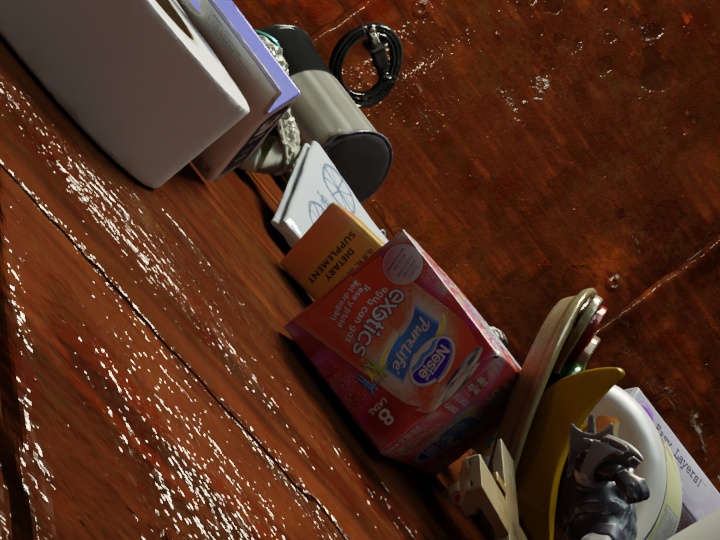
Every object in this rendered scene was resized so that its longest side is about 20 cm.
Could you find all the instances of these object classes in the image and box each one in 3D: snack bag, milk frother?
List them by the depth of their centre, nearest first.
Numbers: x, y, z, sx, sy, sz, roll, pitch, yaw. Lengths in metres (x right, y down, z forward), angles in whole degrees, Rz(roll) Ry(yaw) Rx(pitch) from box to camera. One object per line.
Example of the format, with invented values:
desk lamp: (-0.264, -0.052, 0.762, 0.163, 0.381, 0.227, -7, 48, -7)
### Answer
snack bag: (0.000, 0.000, 1.407, 0.201, 0.021, 0.189, 53, 18, -17)
milk frother: (-0.016, -0.172, 1.802, 0.189, 0.199, 0.181, 55, 1, 34)

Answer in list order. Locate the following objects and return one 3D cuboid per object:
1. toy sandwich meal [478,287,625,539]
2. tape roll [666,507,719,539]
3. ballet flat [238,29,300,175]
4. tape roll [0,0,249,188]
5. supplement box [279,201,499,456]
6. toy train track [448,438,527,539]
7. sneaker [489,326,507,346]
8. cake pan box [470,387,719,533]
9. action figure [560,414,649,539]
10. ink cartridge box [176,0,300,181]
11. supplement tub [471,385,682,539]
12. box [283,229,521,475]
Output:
toy sandwich meal: (0.136, 0.113, 1.082, 0.070, 0.207, 0.205, 19, -5, 15)
tape roll: (0.239, 0.262, 1.055, 0.204, 0.138, 0.203, 61, 1, -2)
ballet flat: (-0.092, -0.123, 1.398, 0.072, 0.071, 0.200, 53, -13, 25)
tape roll: (-0.148, -0.145, 0.913, 0.203, 0.071, 0.202, 52, 5, -6)
supplement box: (0.036, 0.042, 1.198, 0.200, 0.067, 0.069, 43, 2, 17)
toy train track: (0.089, 0.179, 0.973, 0.115, 0.032, 0.201, -90, 157, -46)
sneaker: (0.129, 0.070, 2.256, 0.116, 0.076, 0.200, 50, 3, 22)
cake pan box: (0.218, 0.201, 1.484, 0.185, 0.052, 0.199, 51, -38, -13)
action figure: (0.137, 0.169, 0.942, 0.200, 0.069, 0.131, -68, 144, -55)
ink cartridge box: (-0.122, -0.168, 1.072, 0.199, 0.043, 0.200, 53, -21, -1)
supplement tub: (0.170, 0.166, 1.275, 0.145, 0.145, 0.200, 53, 4, 21)
box: (0.038, 0.058, 1.053, 0.100, 0.095, 0.200, 52, 3, 16)
